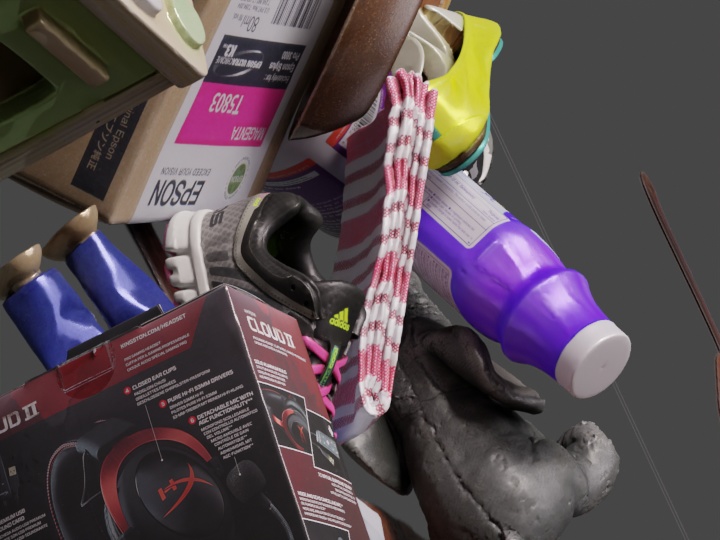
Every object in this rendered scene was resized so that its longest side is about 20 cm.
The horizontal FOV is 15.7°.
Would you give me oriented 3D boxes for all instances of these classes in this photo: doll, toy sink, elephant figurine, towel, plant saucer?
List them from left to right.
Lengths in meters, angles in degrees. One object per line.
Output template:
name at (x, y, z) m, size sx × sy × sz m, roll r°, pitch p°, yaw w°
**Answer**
toy sink at (-0.148, -0.138, 1.193) m, size 0.130 × 0.200 × 0.112 m, roll 41°, pitch 27°, yaw -51°
doll at (-0.087, 0.064, 1.231) m, size 0.136 × 0.048 × 0.200 m, roll -37°, pitch 90°, yaw -38°
towel at (0.000, 0.000, 1.462) m, size 0.146 × 0.030 × 0.200 m, roll 132°, pitch -32°, yaw -71°
plant saucer at (0.015, -0.157, 1.445) m, size 0.037 × 0.200 × 0.200 m, roll 23°, pitch 26°, yaw -5°
elephant figurine at (0.048, 0.088, 1.583) m, size 0.200 × 0.141 × 0.155 m, roll 54°, pitch -26°, yaw 0°

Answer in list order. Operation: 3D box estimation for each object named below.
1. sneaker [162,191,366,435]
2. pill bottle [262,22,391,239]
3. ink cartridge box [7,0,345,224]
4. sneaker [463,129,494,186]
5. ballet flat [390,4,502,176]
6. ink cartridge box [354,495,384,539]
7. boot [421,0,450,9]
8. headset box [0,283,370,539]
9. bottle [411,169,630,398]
sneaker at (-0.034, 0.044, 1.306) m, size 0.074 × 0.087 × 0.200 m, roll 28°, pitch 39°, yaw -58°
pill bottle at (-0.016, -0.087, 1.635) m, size 0.200 × 0.112 × 0.113 m, roll 35°, pitch 33°, yaw -57°
ink cartridge box at (-0.089, -0.112, 1.366) m, size 0.075 × 0.165 × 0.200 m, roll 27°, pitch 11°, yaw 15°
sneaker at (0.034, -0.126, 1.932) m, size 0.088 × 0.076 × 0.200 m, roll 29°, pitch 31°, yaw -36°
ballet flat at (0.047, -0.124, 1.577) m, size 0.067 × 0.067 × 0.200 m, roll 45°, pitch 21°, yaw -16°
ink cartridge box at (-0.046, 0.131, 1.357) m, size 0.200 × 0.041 × 0.200 m, roll 43°, pitch 26°, yaw -47°
boot at (-0.053, -0.191, 1.602) m, size 0.155 × 0.200 × 0.074 m, roll 5°, pitch 96°, yaw -75°
headset box at (-0.081, 0.111, 1.111) m, size 0.075 × 0.149 × 0.200 m, roll 29°, pitch 37°, yaw -62°
bottle at (0.078, -0.001, 1.544) m, size 0.200 × 0.065 × 0.084 m, roll 43°, pitch -6°, yaw 35°
